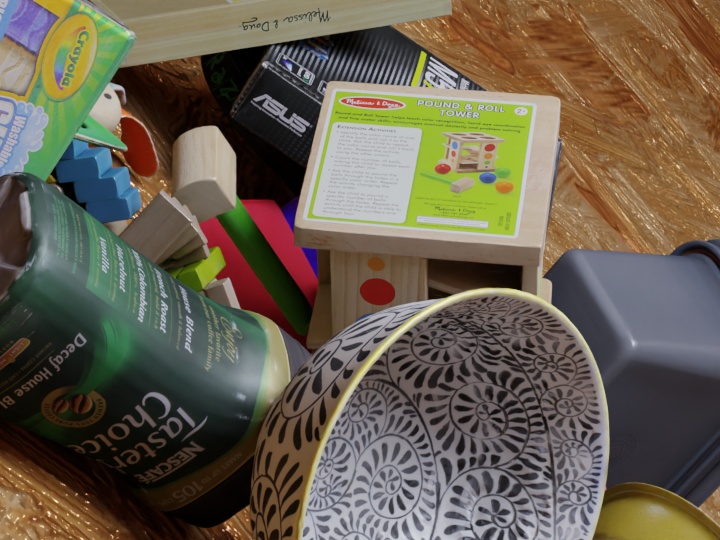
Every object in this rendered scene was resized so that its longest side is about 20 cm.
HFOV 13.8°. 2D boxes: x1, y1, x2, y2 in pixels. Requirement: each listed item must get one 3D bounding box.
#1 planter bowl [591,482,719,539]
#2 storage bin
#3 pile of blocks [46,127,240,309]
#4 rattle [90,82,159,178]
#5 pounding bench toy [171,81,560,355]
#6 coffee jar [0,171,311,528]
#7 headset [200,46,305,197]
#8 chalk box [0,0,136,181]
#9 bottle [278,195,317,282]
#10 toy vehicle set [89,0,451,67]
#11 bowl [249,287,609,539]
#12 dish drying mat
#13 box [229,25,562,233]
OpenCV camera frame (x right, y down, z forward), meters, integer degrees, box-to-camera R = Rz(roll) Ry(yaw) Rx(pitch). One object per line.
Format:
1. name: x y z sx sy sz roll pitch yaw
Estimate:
1. planter bowl: 0.133 0.208 1.418 0.083 0.200 0.201 -23 65 -26
2. storage bin: 0.131 0.066 1.721 0.134 0.200 0.146 11 40 -44
3. pile of blocks: -0.124 -0.025 1.511 0.200 0.082 0.062 46 19 -4
4. rattle: -0.152 -0.138 1.595 0.200 0.143 0.130 24 11 -36
5. pounding bench toy: 0.000 0.000 1.574 0.200 0.156 0.124 5 41 5
6. coffee jar: -0.112 0.042 1.378 0.200 0.104 0.085 32 32 -36
7. headset: -0.018 -0.094 1.839 0.124 0.094 0.200 58 16 27
8. chalk box: -0.200 -0.100 1.393 0.200 0.124 0.124 33 1 -35
9. bottle: 0.027 0.011 1.762 0.200 0.065 0.084 21 65 -52
10. toy vehicle set: -0.061 -0.161 1.731 0.124 0.200 0.027 -134 -144 -64
11. bowl: 0.014 0.095 1.362 0.094 0.201 0.201 19 -5 44
12. dish drying mat: -0.042 0.039 1.629 0.077 0.018 0.200 0 48 -35
13. box: 0.026 -0.082 1.757 0.193 0.048 0.200 32 22 -5
